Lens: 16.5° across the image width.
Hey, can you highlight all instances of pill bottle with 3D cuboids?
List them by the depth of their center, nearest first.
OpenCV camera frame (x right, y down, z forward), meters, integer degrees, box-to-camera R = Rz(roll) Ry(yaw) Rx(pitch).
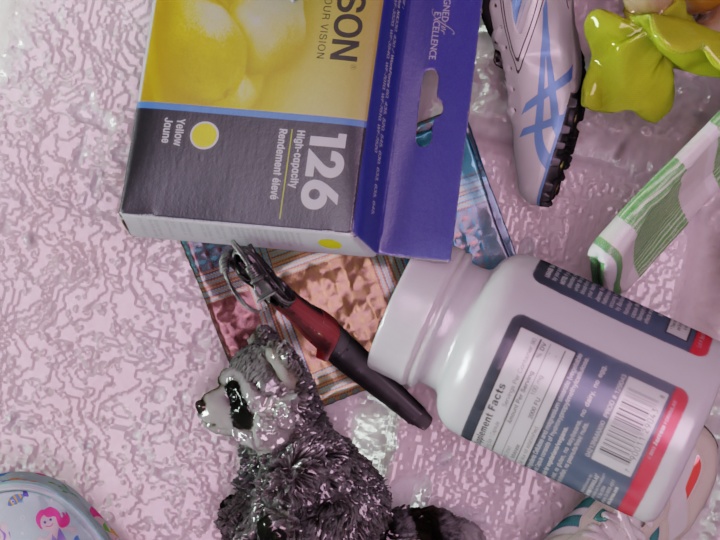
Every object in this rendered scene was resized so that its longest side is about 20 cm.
[{"bbox_3d":[0.112,0.059,1.510,0.199,0.120,0.120,25,90,6],"label":"pill bottle"}]

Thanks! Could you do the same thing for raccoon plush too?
[{"bbox_3d":[-0.011,0.108,1.549,0.199,0.097,0.135,6,95,-35],"label":"raccoon plush"}]

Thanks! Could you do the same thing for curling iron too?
[{"bbox_3d":[-0.021,0.046,1.525,0.026,0.050,0.200,-37,129,13],"label":"curling iron"}]

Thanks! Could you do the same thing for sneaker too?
[{"bbox_3d":[0.106,-0.140,1.557,0.072,0.072,0.201,1,92,10],"label":"sneaker"},{"bbox_3d":[0.156,0.176,1.558,0.200,0.093,0.070,-42,96,-3],"label":"sneaker"}]

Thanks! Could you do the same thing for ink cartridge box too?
[{"bbox_3d":[-0.034,-0.111,1.504,0.199,0.047,0.199,4,72,10],"label":"ink cartridge box"}]

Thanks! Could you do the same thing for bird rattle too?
[{"bbox_3d":[0.185,-0.196,1.532,0.112,0.163,0.201,-17,85,36],"label":"bird rattle"}]

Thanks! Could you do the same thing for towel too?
[{"bbox_3d":[0.216,-0.066,1.529,0.200,0.153,0.023,-44,78,-2],"label":"towel"},{"bbox_3d":[0.000,0.000,1.571,0.199,0.022,0.147,-22,94,-4],"label":"towel"}]

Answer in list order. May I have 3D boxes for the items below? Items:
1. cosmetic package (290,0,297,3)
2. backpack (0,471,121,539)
[{"bbox_3d":[0.010,-0.259,1.455,0.200,0.081,0.113,-33,81,-22],"label":"cosmetic package"},{"bbox_3d":[-0.207,0.227,1.501,0.177,0.151,0.201,-31,90,-3],"label":"backpack"}]
